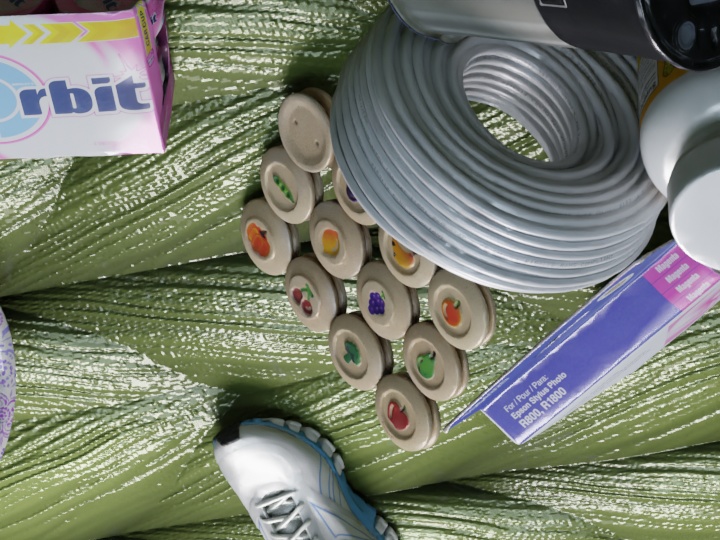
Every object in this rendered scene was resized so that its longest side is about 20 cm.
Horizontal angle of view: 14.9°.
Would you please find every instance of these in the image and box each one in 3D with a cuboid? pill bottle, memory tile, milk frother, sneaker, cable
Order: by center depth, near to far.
[{"bbox_3d":[0.147,-0.197,1.478,0.188,0.182,0.199,13,-177,44],"label":"milk frother"},{"bbox_3d":[0.208,-0.099,1.515,0.112,0.201,0.113,3,137,2],"label":"pill bottle"},{"bbox_3d":[0.083,-0.076,1.550,0.200,0.200,0.069,36,133,1],"label":"cable"},{"bbox_3d":[0.000,0.000,1.668,0.017,0.200,0.154,-21,152,-37],"label":"memory tile"},{"bbox_3d":[-0.035,0.181,1.912,0.075,0.087,0.200,-22,129,27],"label":"sneaker"}]

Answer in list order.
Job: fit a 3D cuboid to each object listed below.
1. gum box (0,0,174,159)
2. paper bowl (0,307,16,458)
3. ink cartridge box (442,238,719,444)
[{"bbox_3d":[-0.206,-0.127,1.616,0.199,0.066,0.114,-2,138,6],"label":"gum box"},{"bbox_3d":[-0.324,0.076,1.753,0.104,0.201,0.201,9,145,38],"label":"paper bowl"},{"bbox_3d":[0.168,0.030,1.672,0.043,0.200,0.196,52,129,7],"label":"ink cartridge box"}]
